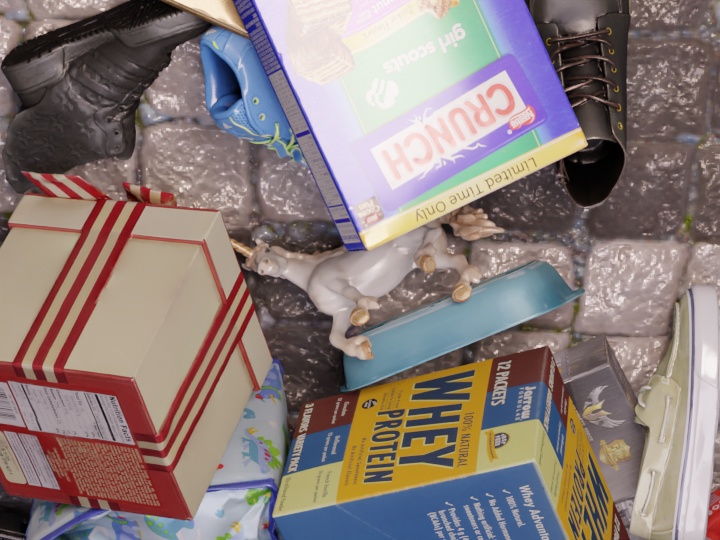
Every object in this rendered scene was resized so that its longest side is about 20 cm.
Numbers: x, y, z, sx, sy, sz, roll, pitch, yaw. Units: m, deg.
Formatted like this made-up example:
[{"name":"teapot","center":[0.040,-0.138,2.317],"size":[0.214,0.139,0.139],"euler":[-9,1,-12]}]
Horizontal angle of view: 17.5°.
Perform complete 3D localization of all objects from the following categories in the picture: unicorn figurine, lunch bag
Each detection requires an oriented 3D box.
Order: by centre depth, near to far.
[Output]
[{"name":"unicorn figurine","center":[0.000,0.000,1.724],"size":[0.199,0.137,0.074],"euler":[-17,122,-10]},{"name":"lunch bag","center":[-0.151,0.165,1.782],"size":[0.199,0.170,0.128],"euler":[-5,120,1]}]

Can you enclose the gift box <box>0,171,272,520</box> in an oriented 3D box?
[{"name":"gift box","center":[-0.190,0.046,1.690],"size":[0.199,0.187,0.185],"euler":[10,139,19]}]

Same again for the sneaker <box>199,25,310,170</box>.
[{"name":"sneaker","center":[-0.054,-0.105,1.661],"size":[0.105,0.076,0.200],"euler":[-38,109,-28]}]

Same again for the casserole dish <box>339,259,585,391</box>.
[{"name":"casserole dish","center":[0.069,0.038,1.745],"size":[0.199,0.121,0.039],"euler":[-22,91,15]}]

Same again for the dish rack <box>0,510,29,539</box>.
[{"name":"dish rack","center":[-0.326,0.276,1.914],"size":[0.153,0.055,0.201],"euler":[13,119,-6]}]

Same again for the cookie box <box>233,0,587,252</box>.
[{"name":"cookie box","center":[0.031,-0.136,1.567],"size":[0.171,0.075,0.201],"euler":[-26,95,-8]}]

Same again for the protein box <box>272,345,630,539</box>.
[{"name":"protein box","center":[0.072,0.191,1.720],"size":[0.199,0.135,0.199],"euler":[-14,121,18]}]

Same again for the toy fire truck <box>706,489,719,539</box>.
[{"name":"toy fire truck","center":[0.337,0.195,1.804],"size":[0.200,0.141,0.049],"euler":[-33,120,-22]}]

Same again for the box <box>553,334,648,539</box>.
[{"name":"box","center":[0.162,0.166,1.851],"size":[0.158,0.048,0.200],"euler":[-22,117,13]}]

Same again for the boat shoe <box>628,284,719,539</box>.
[{"name":"boat shoe","center":[0.238,0.110,1.772],"size":[0.062,0.072,0.201],"euler":[4,89,6]}]

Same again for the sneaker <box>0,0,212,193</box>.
[{"name":"sneaker","center":[-0.178,-0.128,1.681],"size":[0.199,0.060,0.104],"euler":[-17,117,16]}]

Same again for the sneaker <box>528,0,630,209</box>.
[{"name":"sneaker","center":[0.159,-0.149,1.636],"size":[0.074,0.106,0.201],"euler":[-8,120,5]}]

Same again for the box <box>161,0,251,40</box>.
[{"name":"box","center":[-0.031,-0.227,1.603],"size":[0.199,0.021,0.164],"euler":[23,89,-11]}]
